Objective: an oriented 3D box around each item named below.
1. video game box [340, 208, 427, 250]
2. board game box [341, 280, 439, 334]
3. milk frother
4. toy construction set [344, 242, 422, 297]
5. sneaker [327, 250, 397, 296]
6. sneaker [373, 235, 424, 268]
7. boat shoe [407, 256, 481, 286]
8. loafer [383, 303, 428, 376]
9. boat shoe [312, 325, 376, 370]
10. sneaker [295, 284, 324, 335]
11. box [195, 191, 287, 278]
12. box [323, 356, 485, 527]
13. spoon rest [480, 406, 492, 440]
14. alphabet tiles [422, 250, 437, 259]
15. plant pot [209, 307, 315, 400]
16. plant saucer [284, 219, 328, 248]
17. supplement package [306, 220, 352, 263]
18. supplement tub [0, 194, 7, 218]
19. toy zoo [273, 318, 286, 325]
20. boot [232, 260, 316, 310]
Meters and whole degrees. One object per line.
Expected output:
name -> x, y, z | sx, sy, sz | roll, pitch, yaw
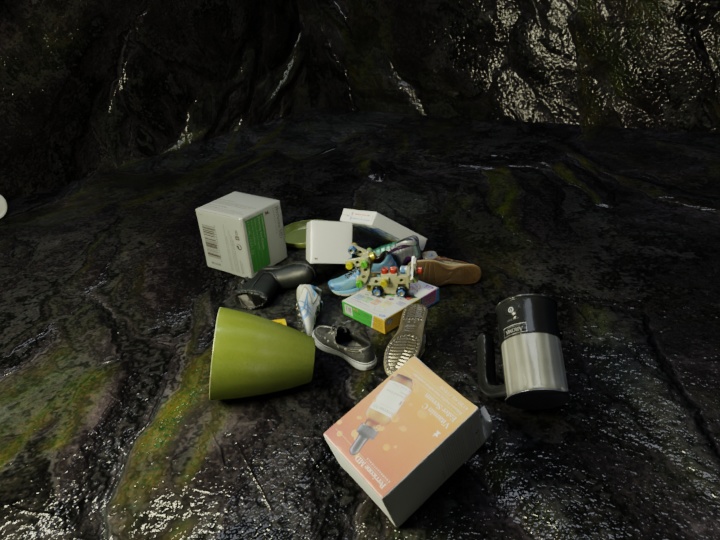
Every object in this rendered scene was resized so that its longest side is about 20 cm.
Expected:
video game box -> 0.066, -0.121, 1.659 | 0.200, 0.047, 0.182 | 24, -2, -32
board game box -> 0.078, 0.076, 1.424 | 0.200, 0.040, 0.153 | -26, 33, -35
milk frother -> 0.343, 0.174, 1.088 | 0.200, 0.181, 0.189 | 15, 58, -21
toy construction set -> 0.063, 0.002, 1.382 | 0.200, 0.131, 0.092 | 8, 30, 26
sneaker -> 0.000, 0.000, 1.527 | 0.200, 0.090, 0.078 | -22, 30, -10
sneaker -> 0.086, -0.031, 1.585 | 0.200, 0.088, 0.074 | -17, 7, 40
boat shoe -> 0.220, -0.002, 1.520 | 0.199, 0.072, 0.072 | 0, 18, -2
loafer -> 0.108, 0.161, 1.225 | 0.075, 0.068, 0.200 | 5, 45, 25
boat shoe -> -0.041, 0.155, 1.263 | 0.070, 0.066, 0.200 | -23, 31, -31
sneaker -> -0.125, 0.095, 1.402 | 0.072, 0.072, 0.200 | 0, 29, -5
box -> -0.357, -0.111, 1.713 | 0.200, 0.199, 0.171 | 14, 32, 31
box -> 0.072, 0.266, 0.897 | 0.200, 0.106, 0.152 | -38, 46, -19
spoon rest -> 0.132, 0.298, 0.971 | 0.200, 0.061, 0.099 | -20, 26, 3
alphabet tiles -> 0.128, -0.019, 1.632 | 0.199, 0.015, 0.196 | -8, 26, -3
plant pot -> -0.198, 0.176, 1.162 | 0.199, 0.188, 0.187 | 5, 25, -11
plant saucer -> -0.178, -0.119, 1.878 | 0.199, 0.031, 0.200 | -5, 27, 2
supplement package -> -0.092, -0.081, 1.603 | 0.117, 0.117, 0.200 | 2, 4, -8
supplement tub -> -1.616, -0.280, 2.403 | 0.200, 0.123, 0.123 | 10, 31, 28
toy zoo -> -0.231, 0.168, 1.329 | 0.131, 0.021, 0.200 | -11, 27, -10
boot -> -0.234, 0.041, 1.527 | 0.198, 0.074, 0.163 | -3, 24, 22
